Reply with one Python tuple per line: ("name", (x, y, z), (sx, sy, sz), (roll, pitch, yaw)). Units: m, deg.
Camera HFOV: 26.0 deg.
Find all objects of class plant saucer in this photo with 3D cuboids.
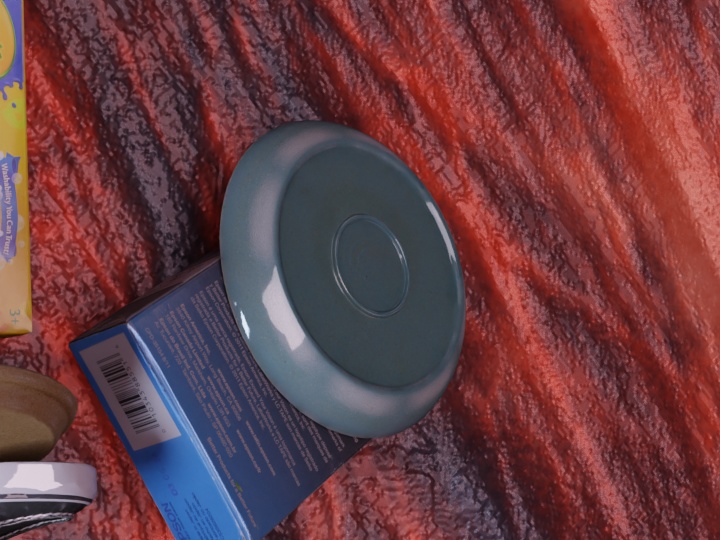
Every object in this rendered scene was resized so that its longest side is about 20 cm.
("plant saucer", (0.000, 0.000, 0.948), (0.199, 0.027, 0.202), (20, 61, -40))

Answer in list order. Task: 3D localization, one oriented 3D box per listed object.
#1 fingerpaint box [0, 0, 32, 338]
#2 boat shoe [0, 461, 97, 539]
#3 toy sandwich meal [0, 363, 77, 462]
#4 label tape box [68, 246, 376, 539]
("fingerpaint box", (-0.269, -0.062, 0.856), (0.165, 0.073, 0.202), (0, 86, -23))
("boat shoe", (-0.233, 0.146, 0.818), (0.197, 0.074, 0.069), (-10, 75, -4))
("toy sandwich meal", (-0.247, 0.063, 0.806), (0.203, 0.205, 0.071), (-1, 66, -23))
("label tape box", (-0.058, 0.057, 0.933), (0.200, 0.063, 0.145), (-36, 101, -47))
